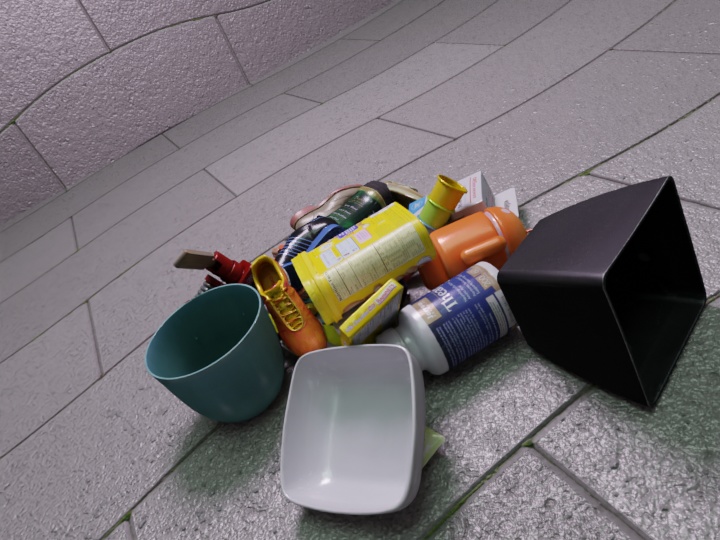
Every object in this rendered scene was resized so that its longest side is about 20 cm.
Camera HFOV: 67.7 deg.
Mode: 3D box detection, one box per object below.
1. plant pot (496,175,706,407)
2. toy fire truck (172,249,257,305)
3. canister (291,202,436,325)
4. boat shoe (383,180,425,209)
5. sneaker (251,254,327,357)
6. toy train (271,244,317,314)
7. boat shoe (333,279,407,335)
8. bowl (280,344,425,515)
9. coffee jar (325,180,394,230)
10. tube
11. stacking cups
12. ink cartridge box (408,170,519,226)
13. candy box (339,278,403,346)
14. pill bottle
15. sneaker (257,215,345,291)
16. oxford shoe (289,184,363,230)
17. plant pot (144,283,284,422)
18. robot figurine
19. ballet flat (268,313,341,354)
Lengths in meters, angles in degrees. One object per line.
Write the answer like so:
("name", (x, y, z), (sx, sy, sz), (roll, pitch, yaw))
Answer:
("plant pot", (0.301, 0.020, 0.697), (0.200, 0.201, 0.177), (-46, 28, -27))
("toy fire truck", (-0.272, 0.043, 0.974), (0.177, 0.200, 0.128), (-57, 31, -7))
("canister", (0.004, -0.017, 0.846), (0.199, 0.087, 0.149), (-30, 28, -4))
("boat shoe", (0.093, -0.163, 1.174), (0.063, 0.073, 0.200), (-37, 27, -16))
("sneaker", (-0.124, 0.064, 0.875), (0.073, 0.077, 0.200), (-38, 69, 0))
("toy train", (-0.127, 0.008, 1.054), (0.199, 0.056, 0.151), (13, 75, 41))
("boat shoe", (0.027, 0.057, 0.893), (0.074, 0.093, 0.200), (-7, 36, 35))
("bowl", (-0.002, 0.203, 0.688), (0.199, 0.075, 0.201), (-10, 63, 33))
("coffee jar", (-0.010, -0.097, 1.121), (0.200, 0.105, 0.085), (-42, 40, -22))
("tube", (0.027, 0.204, 0.745), (0.052, 0.058, 0.200), (-4, 25, -37))
("stacking cups", (0.113, -0.067, 0.946), (0.201, 0.060, 0.061), (-62, 27, 21))
("ink cartridge box", (0.188, -0.113, 1.010), (0.199, 0.067, 0.116), (-23, 30, 26))
("candy box", (0.015, 0.087, 0.790), (0.026, 0.200, 0.102), (41, 73, 15))
("pill bottle", (0.125, 0.081, 0.786), (0.199, 0.111, 0.111), (-30, 34, -7))
("sneaker", (-0.119, -0.025, 0.999), (0.200, 0.070, 0.078), (-41, 43, -13))
("oxford shoe", (-0.062, -0.131, 1.253), (0.199, 0.071, 0.075), (-33, 61, -13))
("plant pot", (-0.217, 0.148, 0.873), (0.199, 0.162, 0.201), (-17, 35, 12))
("robot figurine", (0.191, -0.034, 0.896), (0.199, 0.144, 0.117), (-23, 54, 2))
("ballet flat", (-0.085, 0.117, 0.924), (0.199, 0.067, 0.067), (9, 68, 30))
